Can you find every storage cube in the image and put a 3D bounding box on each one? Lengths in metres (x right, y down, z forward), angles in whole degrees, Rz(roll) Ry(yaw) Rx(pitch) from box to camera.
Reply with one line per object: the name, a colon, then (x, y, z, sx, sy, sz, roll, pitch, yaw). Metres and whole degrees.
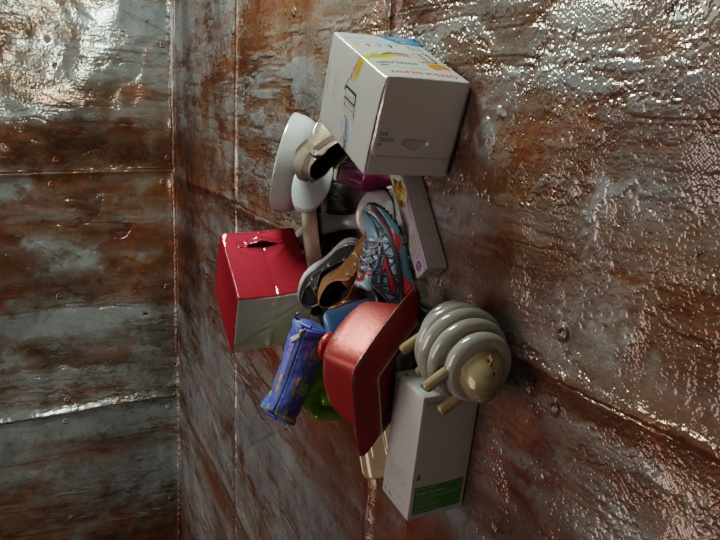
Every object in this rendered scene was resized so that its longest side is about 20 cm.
storage cube: (-0.205, 0.043, 1.492, 0.203, 0.167, 0.182, 106, 149, -44)

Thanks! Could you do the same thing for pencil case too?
pencil case: (-0.124, 0.188, 1.332, 0.077, 0.087, 0.204, 20, 88, 24)

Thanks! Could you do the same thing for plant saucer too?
plant saucer: (-0.094, -0.069, 1.418, 0.200, 0.036, 0.206, -6, -90, -89)

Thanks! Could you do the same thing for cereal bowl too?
cereal bowl: (-0.124, -0.218, 1.463, 0.200, 0.081, 0.205, 15, -91, -89)

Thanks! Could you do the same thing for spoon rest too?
spoon rest: (0.001, -0.096, 1.298, 0.198, 0.060, 0.102, -1, 93, 52)

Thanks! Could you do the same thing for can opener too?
can opener: (-0.098, -0.004, 1.524, 0.052, 0.066, 0.205, -16, 74, 20)

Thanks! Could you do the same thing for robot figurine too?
robot figurine: (-0.084, 0.207, 1.432, 0.202, 0.113, 0.178, 61, 139, 44)

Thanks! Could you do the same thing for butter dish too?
butter dish: (0.000, 0.137, 1.079, 0.145, 0.200, 0.203, 19, 136, 27)

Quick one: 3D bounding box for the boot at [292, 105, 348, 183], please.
boot: (-0.044, -0.238, 1.245, 0.201, 0.070, 0.146, -49, 28, 4)

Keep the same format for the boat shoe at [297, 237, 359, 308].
boat shoe: (-0.059, 0.021, 1.315, 0.199, 0.069, 0.067, -40, 25, 36)

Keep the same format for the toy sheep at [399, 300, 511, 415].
toy sheep: (0.130, 0.107, 0.943, 0.201, 0.134, 0.141, -124, 38, -56)

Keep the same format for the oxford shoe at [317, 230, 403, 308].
oxford shoe: (0.000, 0.000, 1.207, 0.200, 0.071, 0.072, -44, 9, 23)

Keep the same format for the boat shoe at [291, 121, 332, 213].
boat shoe: (-0.088, -0.190, 1.349, 0.068, 0.070, 0.205, 118, 165, -65)

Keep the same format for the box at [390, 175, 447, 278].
box: (0.088, -0.089, 1.111, 0.039, 0.040, 0.205, 132, 129, -57)

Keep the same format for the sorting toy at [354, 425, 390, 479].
sorting toy: (0.047, 0.269, 1.259, 0.199, 0.036, 0.190, -36, 60, 56)

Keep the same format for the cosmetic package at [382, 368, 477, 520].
cosmetic package: (0.102, 0.252, 1.046, 0.085, 0.105, 0.205, 37, 127, 56)

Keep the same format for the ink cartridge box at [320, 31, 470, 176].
ink cartridge box: (0.045, -0.252, 1.060, 0.201, 0.144, 0.148, -125, 40, -48)

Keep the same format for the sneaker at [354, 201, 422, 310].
sneaker: (0.031, -0.006, 1.124, 0.079, 0.094, 0.205, 10, 120, 71)

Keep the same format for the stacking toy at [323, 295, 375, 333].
stacking toy: (-0.027, 0.088, 1.334, 0.200, 0.107, 0.119, -131, 27, -69)

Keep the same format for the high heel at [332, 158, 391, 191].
high heel: (0.001, -0.187, 1.302, 0.200, 0.093, 0.069, -117, 39, -77)
